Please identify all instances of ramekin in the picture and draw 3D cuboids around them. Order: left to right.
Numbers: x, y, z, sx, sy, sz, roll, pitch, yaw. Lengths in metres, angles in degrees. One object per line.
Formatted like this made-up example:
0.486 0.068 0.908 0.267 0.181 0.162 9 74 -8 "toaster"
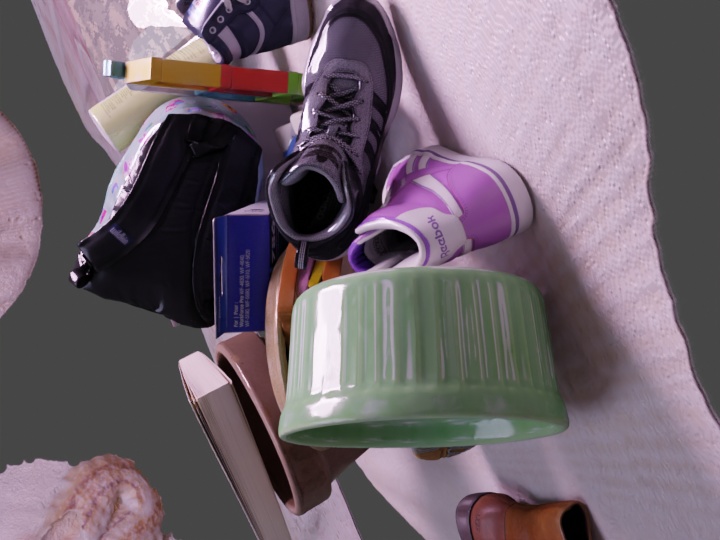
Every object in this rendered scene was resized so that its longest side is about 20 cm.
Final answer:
0.041 0.065 0.724 0.200 0.198 0.099 125 144 -72 "ramekin"

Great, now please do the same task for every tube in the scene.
-0.175 -0.195 1.038 0.058 0.199 0.052 48 170 16 "tube"

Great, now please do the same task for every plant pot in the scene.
-0.039 0.133 1.120 0.201 0.173 0.201 57 163 28 "plant pot"

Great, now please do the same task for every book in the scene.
-0.140 0.198 1.158 0.202 0.048 0.134 69 167 -18 "book"

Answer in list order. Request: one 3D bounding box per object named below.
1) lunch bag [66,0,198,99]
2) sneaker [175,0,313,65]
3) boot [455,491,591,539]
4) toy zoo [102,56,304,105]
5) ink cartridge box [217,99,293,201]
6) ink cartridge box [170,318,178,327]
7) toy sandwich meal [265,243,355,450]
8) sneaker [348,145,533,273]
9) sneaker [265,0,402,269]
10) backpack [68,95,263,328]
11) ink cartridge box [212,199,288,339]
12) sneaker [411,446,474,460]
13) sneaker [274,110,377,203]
-0.219 -0.290 1.162 0.199 0.117 0.165 -29 81 44 "lunch bag"
-0.105 -0.262 0.868 0.070 0.108 0.201 49 158 41 "sneaker"
0.175 0.281 0.907 0.200 0.068 0.190 -20 88 67 "boot"
-0.133 -0.171 0.948 0.131 0.198 0.021 -165 78 -69 "toy zoo"
-0.152 -0.120 1.157 0.146 0.144 0.200 64 165 -13 "ink cartridge box"
-0.200 -0.048 1.366 0.045 0.175 0.202 45 154 50 "ink cartridge box"
-0.021 0.052 0.887 0.205 0.069 0.208 -6 -90 -73 "toy sandwich meal"
0.030 -0.039 0.761 0.073 0.113 0.200 66 165 -9 "sneaker"
-0.017 -0.098 0.744 0.114 0.075 0.202 -56 -24 -77 "sneaker"
-0.172 -0.064 0.985 0.202 0.165 0.127 -66 24 14 "backpack"
-0.085 -0.006 0.908 0.200 0.039 0.101 -48 -41 -77 "ink cartridge box"
0.071 0.091 0.929 0.201 0.075 0.088 87 169 -49 "sneaker"
-0.018 -0.089 0.904 0.112 0.076 0.200 68 164 -6 "sneaker"
